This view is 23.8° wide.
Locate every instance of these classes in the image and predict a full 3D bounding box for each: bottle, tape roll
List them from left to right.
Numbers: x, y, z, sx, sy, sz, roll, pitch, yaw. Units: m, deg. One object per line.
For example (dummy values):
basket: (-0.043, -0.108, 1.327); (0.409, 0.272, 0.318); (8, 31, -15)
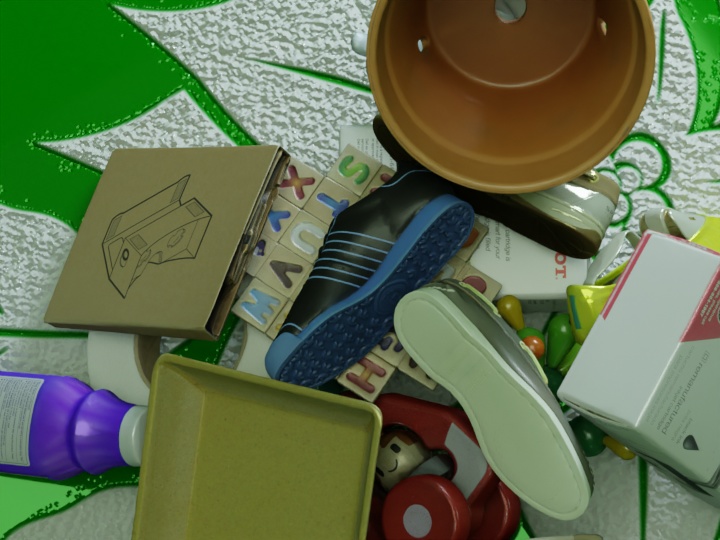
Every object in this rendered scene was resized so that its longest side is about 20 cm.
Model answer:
bottle: (-0.246, 0.124, 1.360); (0.200, 0.065, 0.084); (2, 79, 29)
tape roll: (-0.128, 0.055, 1.374); (0.202, 0.037, 0.203); (-8, 72, 26)

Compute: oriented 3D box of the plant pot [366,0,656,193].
plant pot: (0.108, -0.172, 1.234); (0.200, 0.140, 0.201); (2, 114, 4)

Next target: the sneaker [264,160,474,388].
sneaker: (-0.006, 0.003, 1.290); (0.200, 0.070, 0.078); (-44, 52, -4)

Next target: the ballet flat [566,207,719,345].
ballet flat: (0.228, -0.009, 1.326); (0.200, 0.067, 0.067); (-35, 103, -34)

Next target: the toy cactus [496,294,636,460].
toy cactus: (0.140, 0.115, 1.340); (0.200, 0.102, 0.165); (21, 101, -14)

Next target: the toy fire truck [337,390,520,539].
toy fire truck: (0.015, 0.182, 1.317); (0.168, 0.112, 0.200); (41, 109, 25)

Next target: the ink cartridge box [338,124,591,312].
ink cartridge box: (0.084, -0.040, 1.380); (0.199, 0.084, 0.145); (-1, 79, 6)

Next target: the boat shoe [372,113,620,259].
boat shoe: (0.105, -0.081, 1.312); (0.200, 0.074, 0.066); (30, 70, 9)

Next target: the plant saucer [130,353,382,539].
plant saucer: (-0.072, 0.175, 1.271); (0.200, 0.048, 0.201); (12, 98, 28)

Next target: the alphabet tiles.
alphabet tiles: (0.000, 0.000, 1.322); (0.200, 0.006, 0.167); (32, 76, 12)

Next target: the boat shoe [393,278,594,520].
boat shoe: (0.108, 0.090, 1.251); (0.202, 0.060, 0.072); (52, 126, 7)

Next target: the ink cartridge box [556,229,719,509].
ink cartridge box: (0.260, 0.083, 1.277); (0.085, 0.200, 0.146); (22, 80, 48)

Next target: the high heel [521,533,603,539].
high heel: (0.103, 0.274, 1.299); (0.200, 0.143, 0.071); (-32, 60, -7)

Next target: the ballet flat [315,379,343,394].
ballet flat: (-0.049, 0.030, 1.398); (0.067, 0.068, 0.201); (-5, 73, 25)

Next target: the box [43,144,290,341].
box: (-0.157, -0.024, 1.365); (0.200, 0.021, 0.164); (3, 64, 42)

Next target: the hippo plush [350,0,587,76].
hippo plush: (0.091, -0.180, 1.363); (0.161, 0.200, 0.159); (-46, 56, 4)
